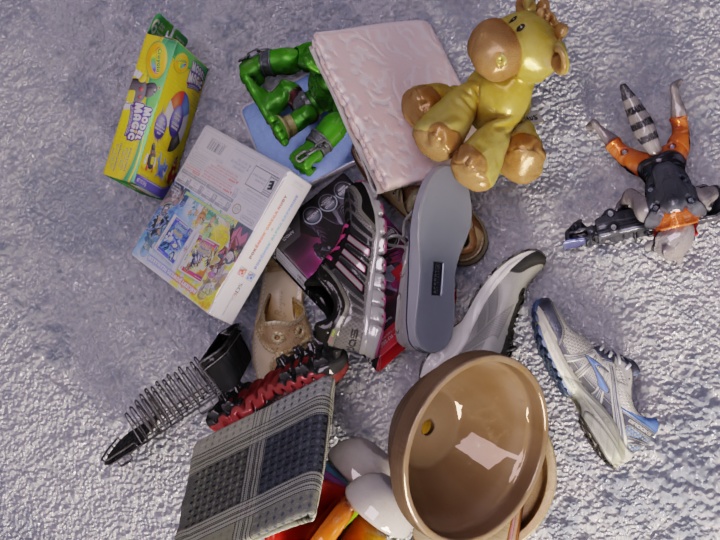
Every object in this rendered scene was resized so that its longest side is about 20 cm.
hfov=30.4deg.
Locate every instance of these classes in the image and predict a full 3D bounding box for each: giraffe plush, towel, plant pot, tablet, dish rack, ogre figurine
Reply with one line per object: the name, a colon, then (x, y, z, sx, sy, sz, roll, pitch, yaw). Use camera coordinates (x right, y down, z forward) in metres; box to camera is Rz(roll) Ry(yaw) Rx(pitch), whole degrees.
giraffe plush: (0.158, -0.205, 1.423, 0.172, 0.199, 0.163, 42, 137, 20)
towel: (0.051, -0.188, 1.499, 0.032, 0.189, 0.202, -38, 72, 48)
towel: (-0.111, 0.220, 1.396, 0.198, 0.035, 0.194, -27, 33, 26)
plant pot: (0.096, 0.176, 1.379, 0.092, 0.199, 0.204, 17, 84, 52)
tablet: (-0.037, -0.181, 1.589, 0.198, 0.014, 0.132, -25, 77, 9)
dish rack: (-0.215, 0.146, 1.515, 0.199, 0.153, 0.055, -33, 95, 7)
ogre figurine: (-0.061, -0.206, 1.542, 0.119, 0.200, 0.099, -31, 121, -3)

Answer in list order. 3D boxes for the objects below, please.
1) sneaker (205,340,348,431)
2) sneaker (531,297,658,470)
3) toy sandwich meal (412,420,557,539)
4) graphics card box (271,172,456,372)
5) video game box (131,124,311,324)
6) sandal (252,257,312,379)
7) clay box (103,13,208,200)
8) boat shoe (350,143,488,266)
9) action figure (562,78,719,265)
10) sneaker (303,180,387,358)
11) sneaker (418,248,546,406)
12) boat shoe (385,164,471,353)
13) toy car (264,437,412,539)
sneaker: (-0.080, 0.151, 1.502, 0.199, 0.071, 0.098, -31, 105, 27)
sneaker: (0.257, 0.112, 1.455, 0.084, 0.077, 0.202, -29, 84, -3)
toy sandwich meal: (0.122, 0.228, 1.462, 0.202, 0.070, 0.209, -2, 81, 13)
graphics card box: (0.000, 0.000, 1.515, 0.125, 0.051, 0.200, -38, 74, -17)
video game box: (-0.165, -0.057, 1.534, 0.199, 0.047, 0.184, 31, 88, 49)
sandal: (-0.096, 0.053, 1.538, 0.076, 0.070, 0.215, 1, 82, 13)
clay box: (-0.239, -0.194, 1.585, 0.047, 0.115, 0.203, 16, 86, 14)
boat shoe: (0.069, -0.090, 1.516, 0.200, 0.074, 0.076, 43, 94, 13)
action figure: (0.305, -0.095, 1.453, 0.197, 0.105, 0.196, -20, 68, 7)
sneaker: (-0.018, -0.004, 1.448, 0.086, 0.074, 0.203, 2, 73, -8)
sneaker: (0.149, 0.063, 1.471, 0.079, 0.074, 0.201, 34, 81, 15)
boat shoe: (0.068, -0.013, 1.451, 0.086, 0.074, 0.206, -1, 84, 58)
toy car: (-0.047, 0.267, 1.427, 0.149, 0.200, 0.176, 30, 99, -21)
